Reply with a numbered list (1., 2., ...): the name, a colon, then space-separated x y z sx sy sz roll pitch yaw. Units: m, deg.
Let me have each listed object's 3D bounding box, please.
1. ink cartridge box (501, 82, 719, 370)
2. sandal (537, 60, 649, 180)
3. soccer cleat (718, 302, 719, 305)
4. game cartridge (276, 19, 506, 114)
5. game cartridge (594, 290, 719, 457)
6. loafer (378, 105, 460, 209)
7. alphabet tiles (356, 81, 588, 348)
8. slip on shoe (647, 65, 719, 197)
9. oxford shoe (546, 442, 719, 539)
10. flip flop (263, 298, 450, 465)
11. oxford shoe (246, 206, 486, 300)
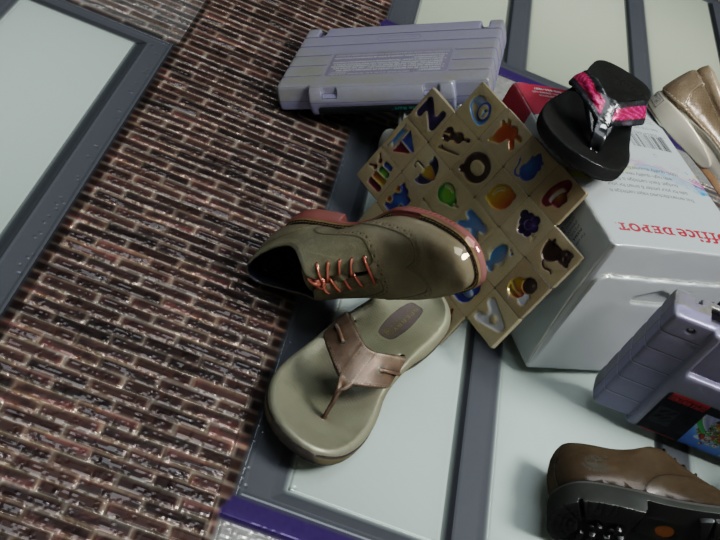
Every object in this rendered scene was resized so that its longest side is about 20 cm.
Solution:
1. ink cartridge box: 0.192 -0.034 0.864 0.145 0.145 0.200 5 43 -25
2. sandal: 0.192 -0.132 0.808 0.075 0.045 0.200 34 38 3
3. soccer cleat: 0.328 0.026 0.856 0.073 0.068 0.200 6 23 -42
4. game cartridge: 0.032 -0.192 0.974 0.199 0.038 0.130 1 42 16
5. game cartridge: 0.294 0.097 0.781 0.199 0.130 0.038 22 45 -5
6. loafer: 0.050 -0.101 0.935 0.069 0.070 0.200 -5 38 20
7. alphabet tiles: 0.080 -0.045 0.814 0.006 0.166 0.200 13 35 -54
8. slip on shoe: 0.338 -0.093 0.915 0.200 0.061 0.076 49 21 -8
9. oxford shoe: 0.228 0.163 0.734 0.199 0.073 0.085 18 39 -9
10. flip flop: 0.005 0.059 0.735 0.081 0.058 0.200 38 47 14
11. oxford shoe: 0.000 0.000 0.740 0.200 0.071 0.075 1 28 46
